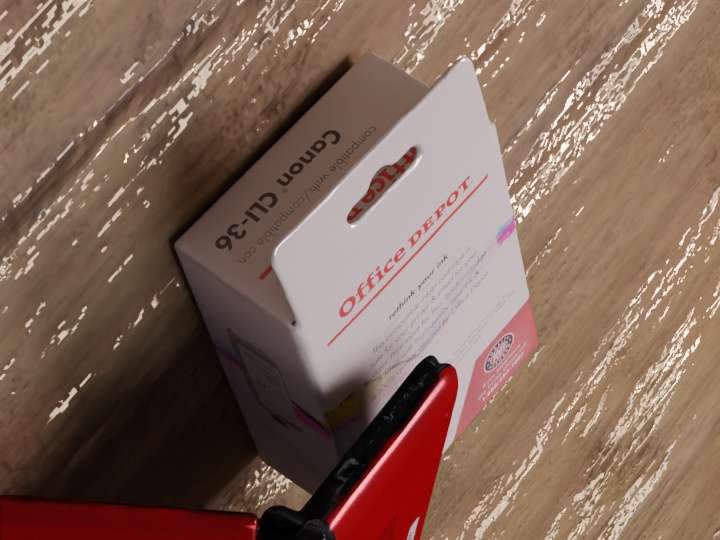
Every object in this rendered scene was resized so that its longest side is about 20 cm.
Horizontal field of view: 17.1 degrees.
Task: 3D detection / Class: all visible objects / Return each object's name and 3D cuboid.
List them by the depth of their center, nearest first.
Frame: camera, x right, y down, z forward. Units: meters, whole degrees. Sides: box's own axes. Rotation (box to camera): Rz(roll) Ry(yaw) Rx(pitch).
[{"bbox_3d":[-0.062,0.124,0.928,0.172,0.118,0.201,-49,160,-42],"label":"game console"},{"bbox_3d":[0.000,0.000,0.937,0.117,0.067,0.200,-46,150,-20],"label":"ink cartridge box"}]
